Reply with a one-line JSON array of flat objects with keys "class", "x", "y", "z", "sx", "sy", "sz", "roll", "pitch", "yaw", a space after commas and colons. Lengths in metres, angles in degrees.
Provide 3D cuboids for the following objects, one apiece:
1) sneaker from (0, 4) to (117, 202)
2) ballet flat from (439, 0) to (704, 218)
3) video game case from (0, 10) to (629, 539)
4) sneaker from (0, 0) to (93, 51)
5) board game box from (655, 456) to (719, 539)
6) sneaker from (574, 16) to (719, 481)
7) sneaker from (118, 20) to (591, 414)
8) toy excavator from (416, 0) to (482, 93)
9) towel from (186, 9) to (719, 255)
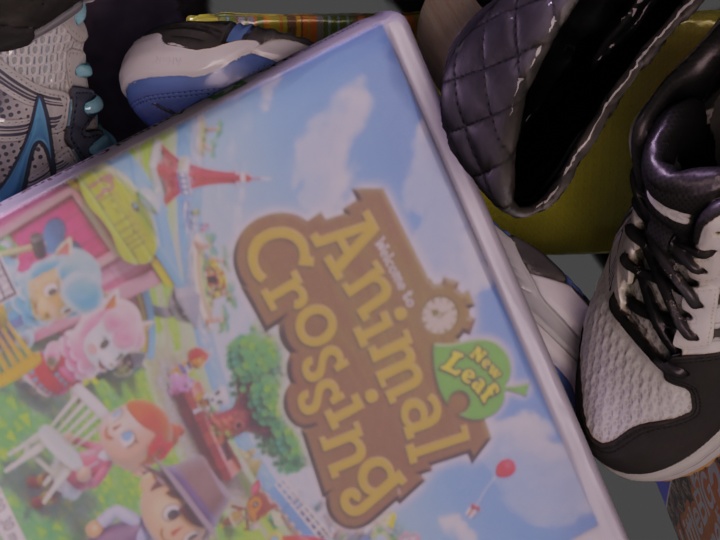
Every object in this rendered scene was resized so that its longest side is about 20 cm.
[{"class": "sneaker", "x": -0.109, "y": -0.046, "z": 0.873, "sx": 0.086, "sy": 0.078, "sz": 0.201, "roll": 12, "pitch": 112, "yaw": -21}, {"class": "ballet flat", "x": 0.093, "y": -0.094, "z": 0.777, "sx": 0.066, "sy": 0.057, "sz": 0.200, "roll": 10, "pitch": 132, "yaw": -38}, {"class": "video game case", "x": -0.029, "y": 0.052, "z": 0.835, "sx": 0.181, "sy": 0.022, "sz": 0.201, "roll": -27, "pitch": 105, "yaw": -12}, {"class": "sneaker", "x": -0.051, "y": -0.153, "z": 0.779, "sx": 0.075, "sy": 0.115, "sz": 0.201, "roll": 42, "pitch": 54, "yaw": -20}, {"class": "board game box", "x": 0.202, "y": 0.105, "z": 0.905, "sx": 0.158, "sy": 0.201, "sz": 0.097, "roll": -15, "pitch": 150, "yaw": -8}, {"class": "sneaker", "x": 0.101, "y": -0.020, "z": 0.827, "sx": 0.087, "sy": 0.076, "sz": 0.201, "roll": -7, "pitch": 132, "yaw": -45}, {"class": "sneaker", "x": 0.000, "y": 0.000, "z": 0.876, "sx": 0.200, "sy": 0.076, "sz": 0.077, "roll": 42, "pitch": 61, "yaw": -20}, {"class": "toy excavator", "x": 0.099, "y": -0.143, "z": 0.829, "sx": 0.193, "sy": 0.100, "sz": 0.201, "roll": -22, "pitch": 130, "yaw": -6}, {"class": "towel", "x": 0.039, "y": -0.045, "z": 0.931, "sx": 0.198, "sy": 0.018, "sz": 0.087, "roll": -2, "pitch": 110, "yaw": -13}]
